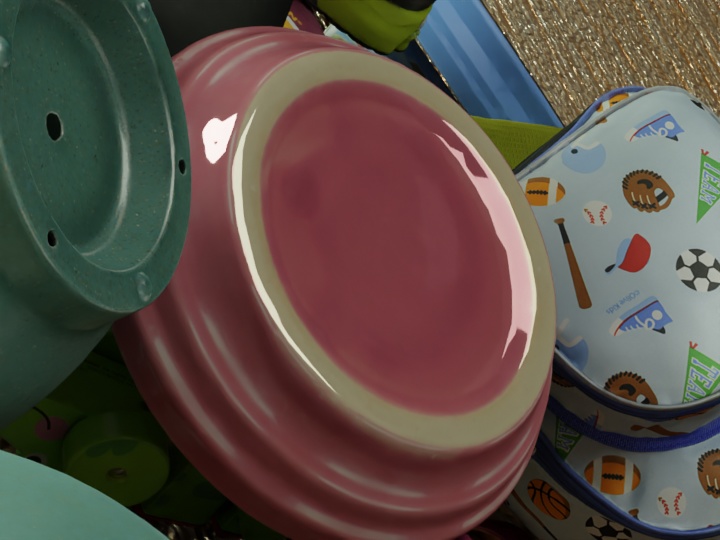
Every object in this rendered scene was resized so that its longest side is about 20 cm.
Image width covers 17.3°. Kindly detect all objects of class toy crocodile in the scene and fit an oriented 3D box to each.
[{"bbox_3d":[-0.069,0.068,0.877,0.199,0.062,0.068,23,35,-35],"label":"toy crocodile"}]

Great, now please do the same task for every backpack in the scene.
[{"bbox_3d":[0.121,0.032,1.007,0.191,0.200,0.154,50,-18,11],"label":"backpack"}]

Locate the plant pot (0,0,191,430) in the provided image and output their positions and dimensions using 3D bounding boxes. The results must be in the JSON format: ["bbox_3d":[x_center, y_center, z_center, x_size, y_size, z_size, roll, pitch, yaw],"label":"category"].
[{"bbox_3d":[-0.135,-0.034,0.725,0.200,0.133,0.202,-10,90,-67],"label":"plant pot"}]

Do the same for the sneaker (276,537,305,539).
[{"bbox_3d":[0.013,0.175,0.821,0.200,0.078,0.075,48,26,-1],"label":"sneaker"}]

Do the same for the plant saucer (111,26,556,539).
[{"bbox_3d":[0.000,0.000,0.841,0.199,0.051,0.202,21,56,-34],"label":"plant saucer"}]

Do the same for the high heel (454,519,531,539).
[{"bbox_3d":[0.052,0.122,0.939,0.068,0.096,0.200,50,25,5],"label":"high heel"}]

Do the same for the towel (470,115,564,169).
[{"bbox_3d":[0.055,-0.038,1.133,0.199,0.018,0.087,4,69,-46],"label":"towel"}]

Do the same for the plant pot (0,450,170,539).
[{"bbox_3d":[-0.100,0.139,0.571,0.161,0.201,0.200,47,22,26],"label":"plant pot"}]

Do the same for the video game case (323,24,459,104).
[{"bbox_3d":[0.039,-0.035,1.186,0.201,0.022,0.182,55,22,-10],"label":"video game case"}]

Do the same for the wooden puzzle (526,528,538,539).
[{"bbox_3d":[0.185,0.183,1.069,0.198,0.037,0.186,0,45,-18],"label":"wooden puzzle"}]

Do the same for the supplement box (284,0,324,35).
[{"bbox_3d":[-0.082,-0.104,1.057,0.110,0.086,0.201,19,37,-46],"label":"supplement box"}]

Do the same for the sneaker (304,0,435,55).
[{"bbox_3d":[-0.024,-0.175,1.052,0.199,0.081,0.074,27,31,-42],"label":"sneaker"}]

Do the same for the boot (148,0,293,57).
[{"bbox_3d":[-0.054,-0.056,0.917,0.197,0.164,0.073,17,-5,-22],"label":"boot"}]

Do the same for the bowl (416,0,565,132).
[{"bbox_3d":[0.056,-0.122,1.277,0.201,0.039,0.201,56,4,-6],"label":"bowl"}]
